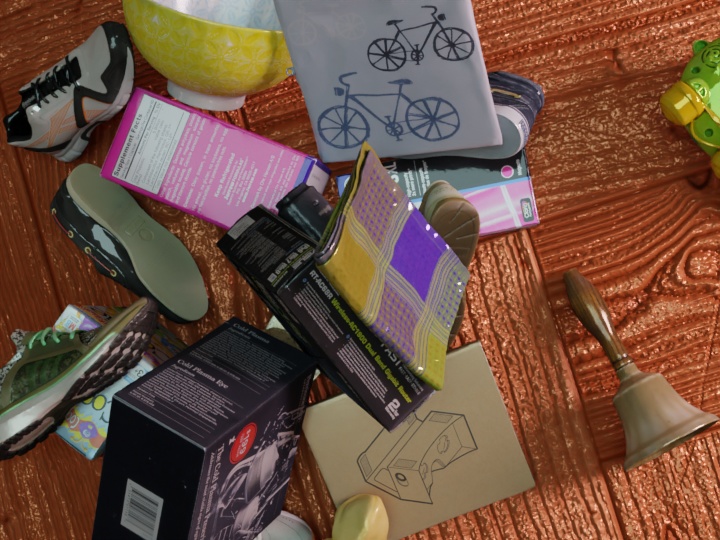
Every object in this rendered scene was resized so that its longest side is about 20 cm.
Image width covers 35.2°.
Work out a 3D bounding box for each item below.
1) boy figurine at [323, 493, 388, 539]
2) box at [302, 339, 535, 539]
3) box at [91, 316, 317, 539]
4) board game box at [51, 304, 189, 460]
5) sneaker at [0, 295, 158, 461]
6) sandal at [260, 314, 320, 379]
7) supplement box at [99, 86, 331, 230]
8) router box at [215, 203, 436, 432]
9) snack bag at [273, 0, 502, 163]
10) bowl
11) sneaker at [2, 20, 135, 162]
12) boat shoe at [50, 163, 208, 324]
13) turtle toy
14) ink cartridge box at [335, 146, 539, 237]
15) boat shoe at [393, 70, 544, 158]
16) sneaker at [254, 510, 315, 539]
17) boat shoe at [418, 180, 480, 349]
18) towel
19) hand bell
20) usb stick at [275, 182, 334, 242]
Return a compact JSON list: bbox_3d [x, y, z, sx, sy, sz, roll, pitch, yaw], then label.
[{"bbox_3d":[-0.025,0.313,1.129,0.124,0.064,0.200,15,97,-2],"label":"boy figurine"},{"bbox_3d":[0.057,0.180,1.151,0.200,0.021,0.164,-22,96,5],"label":"box"},{"bbox_3d":[-0.145,0.176,1.056,0.104,0.182,0.200,26,122,19],"label":"box"},{"bbox_3d":[-0.239,0.104,1.112,0.105,0.200,0.103,36,92,6],"label":"board game box"},{"bbox_3d":[-0.266,0.075,0.982,0.200,0.077,0.089,-38,77,1],"label":"sneaker"},{"bbox_3d":[-0.090,0.103,1.160,0.078,0.070,0.212,37,92,7],"label":"sandal"},{"bbox_3d":[-0.146,-0.100,1.160,0.200,0.101,0.104,24,91,8],"label":"supplement box"},{"bbox_3d":[-0.033,0.044,1.060,0.062,0.150,0.200,-43,122,-10],"label":"router box"},{"bbox_3d":[0.023,-0.190,1.053,0.188,0.021,0.200,-4,129,19],"label":"snack bag"},{"bbox_3d":[-0.146,-0.224,1.139,0.200,0.200,0.108,18,116,7],"label":"bowl"},{"bbox_3d":[-0.293,-0.176,1.141,0.200,0.080,0.074,-43,56,39],"label":"sneaker"},{"bbox_3d":[-0.240,-0.019,1.190,0.201,0.074,0.063,47,129,-3],"label":"boat shoe"},{"bbox_3d":[0.387,-0.144,1.100,0.146,0.101,0.200,-38,84,4],"label":"turtle toy"},{"bbox_3d":[0.078,-0.073,1.168,0.200,0.037,0.095,-11,87,8],"label":"ink cartridge box"},{"bbox_3d":[0.084,-0.161,1.154,0.200,0.091,0.071,10,128,23],"label":"boat shoe"},{"bbox_3d":[-0.147,0.281,1.148,0.200,0.092,0.076,1,88,7],"label":"sneaker"},{"bbox_3d":[0.065,0.011,1.139,0.073,0.063,0.201,2,116,-19],"label":"boat shoe"},{"bbox_3d":[0.034,-0.002,1.014,0.023,0.200,0.144,-11,43,35],"label":"towel"},{"bbox_3d":[0.255,0.086,1.125,0.104,0.104,0.200,-30,72,4],"label":"hand bell"},{"bbox_3d":[0.000,0.000,1.080,0.200,0.055,0.033,47,133,-2],"label":"usb stick"}]
